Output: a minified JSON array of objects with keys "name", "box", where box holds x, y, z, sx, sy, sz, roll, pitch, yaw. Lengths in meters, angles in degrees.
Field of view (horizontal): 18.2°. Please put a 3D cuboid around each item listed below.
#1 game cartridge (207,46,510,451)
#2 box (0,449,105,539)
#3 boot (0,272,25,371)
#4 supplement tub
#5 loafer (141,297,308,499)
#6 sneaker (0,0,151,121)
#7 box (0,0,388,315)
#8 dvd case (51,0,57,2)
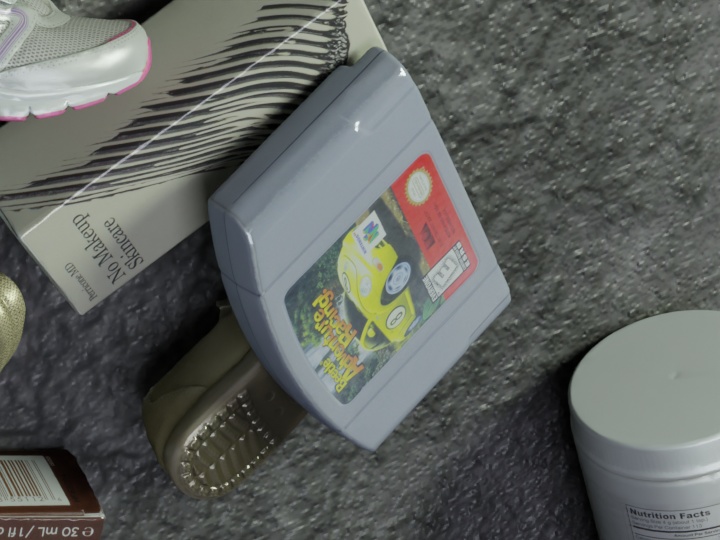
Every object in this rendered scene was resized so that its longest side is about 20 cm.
[{"name":"game cartridge","box":[0.000,0.000,1.119,0.133,0.041,0.200,-43,139,-13]},{"name":"box","box":[-0.207,0.197,1.178,0.100,0.075,0.201,2,116,-27]},{"name":"boot","box":[-0.255,0.076,1.082,0.073,0.200,0.156,49,46,-10]},{"name":"supplement tub","box":[0.201,0.139,1.310,0.131,0.132,0.201,-25,122,-13]},{"name":"loafer","box":[-0.040,0.033,1.180,0.200,0.068,0.076,-40,138,-23]},{"name":"sneaker","box":[-0.189,-0.123,1.002,0.199,0.081,0.089,9,105,-13]},{"name":"box","box":[-0.085,-0.075,1.088,0.200,0.068,0.082,-38,145,-4]},{"name":"dvd case","box":[-0.121,-0.230,1.030,0.149,0.025,0.201,-18,121,-16]}]
